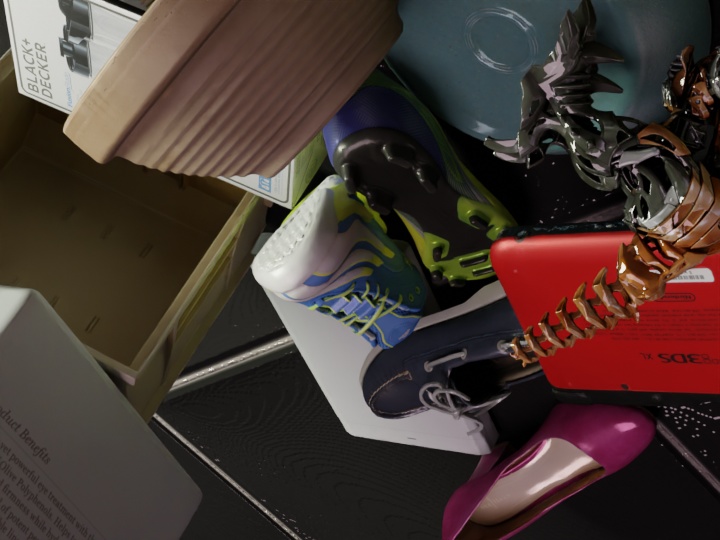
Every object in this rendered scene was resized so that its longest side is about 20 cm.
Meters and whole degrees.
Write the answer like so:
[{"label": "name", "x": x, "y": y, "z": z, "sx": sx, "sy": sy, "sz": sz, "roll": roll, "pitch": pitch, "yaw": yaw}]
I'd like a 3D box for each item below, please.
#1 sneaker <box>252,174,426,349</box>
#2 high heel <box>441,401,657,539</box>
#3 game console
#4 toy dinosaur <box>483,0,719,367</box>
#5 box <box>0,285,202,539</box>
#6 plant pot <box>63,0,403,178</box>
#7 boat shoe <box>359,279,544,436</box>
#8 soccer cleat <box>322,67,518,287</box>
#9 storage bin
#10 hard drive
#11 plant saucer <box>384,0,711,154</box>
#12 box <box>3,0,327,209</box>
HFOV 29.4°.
[{"label": "sneaker", "x": 0.000, "y": 0.000, "z": 0.806, "sx": 0.105, "sy": 0.200, "sz": 0.076, "roll": 44, "pitch": 101, "yaw": -5}, {"label": "high heel", "x": 0.126, "y": 0.151, "z": 0.964, "sx": 0.067, "sy": 0.096, "sz": 0.200, "roll": 42, "pitch": 144, "yaw": -16}, {"label": "game console", "x": 0.198, "y": 0.011, "z": 0.725, "sx": 0.199, "sy": 0.119, "sz": 0.173, "roll": -2, "pitch": 130, "yaw": 38}, {"label": "toy dinosaur", "x": 0.133, "y": -0.048, "z": 0.604, "sx": 0.135, "sy": 0.200, "sz": 0.102, "roll": 38, "pitch": 162, "yaw": 9}, {"label": "box", "x": -0.243, "y": 0.128, "z": 0.800, "sx": 0.199, "sy": 0.172, "sz": 0.200, "roll": 5, "pitch": 141, "yaw": 36}, {"label": "plant pot", "x": -0.044, "y": -0.113, "z": 0.664, "sx": 0.093, "sy": 0.201, "sz": 0.201, "roll": 40, "pitch": 145, "yaw": -9}, {"label": "boat shoe", "x": 0.072, "y": 0.063, "z": 0.891, "sx": 0.075, "sy": 0.062, "sz": 0.199, "roll": 21, "pitch": 143, "yaw": -39}, {"label": "soccer cleat", "x": 0.042, "y": -0.054, "z": 0.797, "sx": 0.064, "sy": 0.084, "sz": 0.200, "roll": -21, "pitch": 148, "yaw": 21}, {"label": "storage bin", "x": -0.182, "y": -0.025, "z": 0.886, "sx": 0.199, "sy": 0.199, "sz": 0.094, "roll": 25, "pitch": 145, "yaw": 8}, {"label": "hard drive", "x": 0.011, "y": 0.055, "z": 0.995, "sx": 0.131, "sy": 0.026, "sz": 0.201, "roll": 4, "pitch": 138, "yaw": 34}, {"label": "plant saucer", "x": 0.078, "y": -0.127, "z": 0.706, "sx": 0.199, "sy": 0.036, "sz": 0.201, "roll": 20, "pitch": 145, "yaw": 15}, {"label": "box", "x": -0.113, "y": -0.128, "z": 0.827, "sx": 0.199, "sy": 0.060, "sz": 0.117, "roll": 24, "pitch": 145, "yaw": 10}]
